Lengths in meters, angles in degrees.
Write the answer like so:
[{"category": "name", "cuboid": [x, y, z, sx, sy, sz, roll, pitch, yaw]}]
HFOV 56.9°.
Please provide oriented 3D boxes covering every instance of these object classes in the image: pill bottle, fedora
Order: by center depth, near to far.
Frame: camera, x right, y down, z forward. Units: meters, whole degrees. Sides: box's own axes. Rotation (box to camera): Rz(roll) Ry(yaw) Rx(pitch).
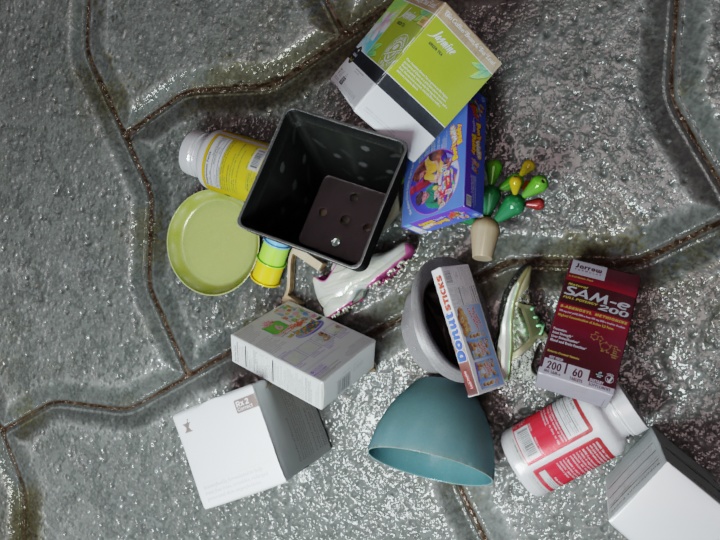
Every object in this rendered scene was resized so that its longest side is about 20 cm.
[{"category": "pill bottle", "cuboid": [0.327, 0.252, 1.018, 0.200, 0.112, 0.112, -35, 80, 16]}, {"category": "fedora", "cuboid": [0.127, 0.087, 1.078, 0.090, 0.177, 0.201, -26, 82, 47]}, {"category": "pill bottle", "cuboid": [-0.221, -0.187, 1.197, 0.199, 0.112, 0.113, 20, 97, 18]}]

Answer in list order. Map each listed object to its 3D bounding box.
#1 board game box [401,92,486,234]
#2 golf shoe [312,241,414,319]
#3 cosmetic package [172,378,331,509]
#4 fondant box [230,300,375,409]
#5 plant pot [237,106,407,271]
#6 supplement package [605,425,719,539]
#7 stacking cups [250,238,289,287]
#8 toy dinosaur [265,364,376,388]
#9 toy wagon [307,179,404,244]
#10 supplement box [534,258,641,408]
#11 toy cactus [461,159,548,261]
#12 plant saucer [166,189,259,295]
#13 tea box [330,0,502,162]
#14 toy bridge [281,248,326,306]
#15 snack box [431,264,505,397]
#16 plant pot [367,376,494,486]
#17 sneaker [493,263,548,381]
[{"category": "board game box", "cuboid": [0.131, -0.171, 1.051, 0.134, 0.045, 0.201, -15, 65, 48]}, {"category": "golf shoe", "cuboid": [0.000, 0.000, 1.148, 0.200, 0.075, 0.092, -36, 77, 15]}, {"category": "cosmetic package", "cuboid": [-0.180, 0.281, 1.144, 0.164, 0.200, 0.165, -24, 83, 18]}, {"category": "fondant box", "cuboid": [-0.095, 0.134, 1.108, 0.200, 0.144, 0.058, 23, 125, 30]}, {"category": "plant pot", "cuboid": [-0.041, -0.106, 1.037, 0.199, 0.177, 0.201, 20, 82, 14]}, {"category": "supplement package", "cuboid": [0.431, 0.321, 0.938, 0.117, 0.200, 0.117, 41, 103, 13]}, {"category": "stacking cups", "cuboid": [-0.141, -0.070, 1.174, 0.060, 0.060, 0.201, 28, 114, 16]}, {"category": "toy dinosaur", "cuboid": [-0.075, 0.172, 1.152, 0.199, 0.106, 0.061, -10, 66, -17]}, {"category": "toy wagon", "cuboid": [-0.025, -0.143, 1.155, 0.200, 0.040, 0.155, 40, 87, 16]}, {"category": "supplement box", "cuboid": [0.340, 0.090, 0.991, 0.108, 0.061, 0.200, 15, 64, 17]}, {"category": "toy cactus", "cuboid": [0.203, -0.095, 1.056, 0.199, 0.102, 0.166, 0, 72, 32]}, {"category": "plant saucer", "cuboid": [-0.275, -0.053, 1.260, 0.199, 0.031, 0.201, 0, 91, 19]}, {"category": "tea box", "cuboid": [0.077, -0.309, 1.032, 0.134, 0.200, 0.197, 36, 104, -28]}, {"category": "toy bridge", "cuboid": [-0.093, -0.023, 1.201, 0.067, 0.027, 0.200, 33, 101, 15]}, {"category": "snack box", "cuboid": [0.168, 0.090, 1.031, 0.024, 0.072, 0.201, -25, 76, 44]}, {"category": "plant pot", "cuboid": [0.123, 0.250, 1.064, 0.199, 0.200, 0.135, 6, 63, 18]}, {"category": "sneaker", "cuboid": [0.266, 0.089, 1.067, 0.088, 0.077, 0.201, 10, 99, 5]}]
